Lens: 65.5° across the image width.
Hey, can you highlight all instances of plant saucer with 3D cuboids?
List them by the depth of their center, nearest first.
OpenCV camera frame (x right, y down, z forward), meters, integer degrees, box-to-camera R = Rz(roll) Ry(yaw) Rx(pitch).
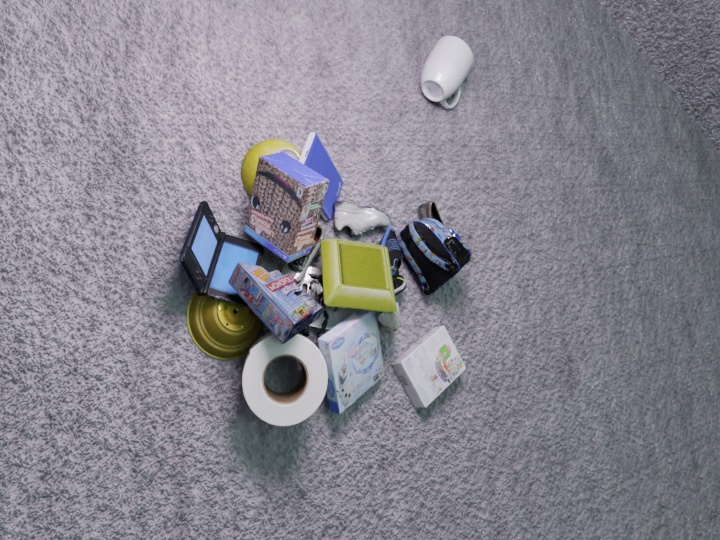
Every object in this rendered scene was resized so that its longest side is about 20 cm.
[{"bbox_3d":[0.000,0.000,1.425,0.192,0.048,0.206,7,53,-18],"label":"plant saucer"}]

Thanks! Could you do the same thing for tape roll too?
[{"bbox_3d":[-0.180,0.246,1.314,0.194,0.139,0.212,1,87,-11],"label":"tape roll"}]

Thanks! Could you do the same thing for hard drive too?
[{"bbox_3d":[-0.109,-0.252,1.519,0.201,0.024,0.136,56,45,-53],"label":"hard drive"}]

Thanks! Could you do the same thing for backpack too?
[{"bbox_3d":[0.209,-0.062,1.652,0.202,0.183,0.134,50,49,4],"label":"backpack"}]

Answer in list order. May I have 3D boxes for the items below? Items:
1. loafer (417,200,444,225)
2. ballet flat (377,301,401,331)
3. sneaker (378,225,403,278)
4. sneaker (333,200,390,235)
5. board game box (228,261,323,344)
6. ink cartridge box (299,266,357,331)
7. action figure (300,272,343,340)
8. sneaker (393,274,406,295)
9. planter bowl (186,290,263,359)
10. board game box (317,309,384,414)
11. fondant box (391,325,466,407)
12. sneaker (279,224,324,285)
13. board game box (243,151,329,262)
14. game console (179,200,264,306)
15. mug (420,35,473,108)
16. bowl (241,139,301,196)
[{"bbox_3d":[0.240,-0.118,1.744,0.070,0.062,0.206,-25,91,-33],"label":"loafer"},{"bbox_3d":[0.085,0.130,1.509,0.069,0.200,0.075,0,80,2],"label":"ballet flat"},{"bbox_3d":[0.086,-0.049,1.592,0.076,0.071,0.203,28,37,-6],"label":"sneaker"},{"bbox_3d":[0.001,-0.144,1.613,0.194,0.074,0.091,8,96,-31],"label":"sneaker"},{"bbox_3d":[-0.195,0.054,1.285,0.198,0.063,0.199,39,21,8],"label":"board game box"},{"bbox_3d":[-0.084,0.084,1.516,0.192,0.050,0.168,9,72,-12],"label":"ink cartridge box"},{"bbox_3d":[-0.091,0.075,1.436,0.116,0.101,0.207,21,71,-21],"label":"action figure"},{"bbox_3d":[0.068,0.035,1.562,0.199,0.070,0.086,-36,110,-55],"label":"sneaker"},{"bbox_3d":[-0.310,0.105,1.339,0.194,0.083,0.209,8,73,-28],"label":"planter bowl"},{"bbox_3d":[-0.019,0.224,1.440,0.198,0.042,0.207,-30,121,-46],"label":"board game box"},{"bbox_3d":[0.200,0.277,1.620,0.197,0.058,0.148,-33,95,-32],"label":"fondant box"},{"bbox_3d":[-0.155,-0.041,1.465,0.072,0.080,0.203,27,60,5],"label":"sneaker"},{"bbox_3d":[-0.184,-0.157,1.370,0.157,0.206,0.096,31,31,22],"label":"board game box"},{"bbox_3d":[-0.318,-0.042,1.310,0.113,0.174,0.205,-6,45,10],"label":"game console"},{"bbox_3d":[0.287,-0.642,1.877,0.178,0.144,0.202,-58,138,-23],"label":"mug"},{"bbox_3d":[-0.209,-0.265,1.484,0.194,0.107,0.209,8,73,-28],"label":"bowl"}]
